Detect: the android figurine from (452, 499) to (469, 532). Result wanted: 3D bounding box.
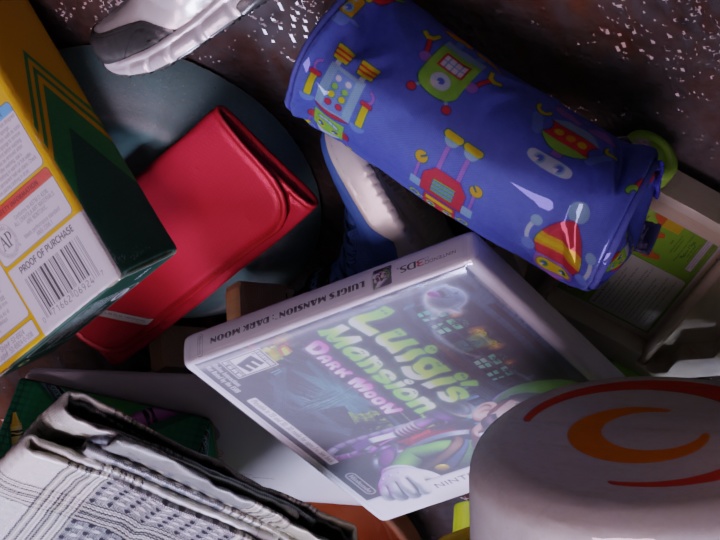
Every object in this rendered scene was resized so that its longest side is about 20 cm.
[{"bbox_3d":[0.135,0.166,1.665,0.181,0.201,0.041,-3,162,24],"label":"android figurine"}]

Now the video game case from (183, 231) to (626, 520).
[{"bbox_3d":[0.034,0.062,1.612,0.181,0.023,0.200,-20,140,26],"label":"video game case"}]

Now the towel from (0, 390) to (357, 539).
[{"bbox_3d":[-0.123,0.150,1.683,0.192,0.035,0.200,27,145,-14],"label":"towel"}]

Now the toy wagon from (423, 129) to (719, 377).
[{"bbox_3d":[0.129,-0.014,1.595,0.199,0.040,0.155,28,136,-7],"label":"toy wagon"}]

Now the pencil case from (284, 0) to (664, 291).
[{"bbox_3d":[0.062,-0.069,1.508,0.199,0.087,0.078,32,156,11],"label":"pencil case"}]

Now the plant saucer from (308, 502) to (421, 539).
[{"bbox_3d":[-0.053,0.171,1.855,0.199,0.032,0.201,10,135,10],"label":"plant saucer"}]

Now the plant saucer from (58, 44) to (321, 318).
[{"bbox_3d":[-0.122,-0.038,1.667,0.199,0.036,0.201,11,136,11],"label":"plant saucer"}]

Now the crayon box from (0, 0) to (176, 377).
[{"bbox_3d":[-0.197,-0.061,1.616,0.126,0.051,0.201,-36,84,42],"label":"crayon box"}]

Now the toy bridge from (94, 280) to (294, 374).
[{"bbox_3d":[-0.089,0.048,1.726,0.067,0.027,0.200,4,160,-31],"label":"toy bridge"}]

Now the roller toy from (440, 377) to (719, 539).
[{"bbox_3d":[0.146,0.148,1.521,0.199,0.182,0.141,-11,111,-21],"label":"roller toy"}]

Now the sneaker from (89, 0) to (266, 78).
[{"bbox_3d":[-0.070,-0.166,1.504,0.200,0.074,0.080,-31,103,35],"label":"sneaker"}]

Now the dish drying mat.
[{"bbox_3d":[-0.106,-0.014,1.638,0.077,0.018,0.200,45,134,-8],"label":"dish drying mat"}]

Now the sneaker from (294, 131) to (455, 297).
[{"bbox_3d":[0.000,0.001,1.629,0.111,0.077,0.200,-17,133,22],"label":"sneaker"}]

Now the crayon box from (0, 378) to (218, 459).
[{"bbox_3d":[-0.143,0.150,1.778,0.118,0.058,0.200,12,147,10],"label":"crayon box"}]

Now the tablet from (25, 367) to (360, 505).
[{"bbox_3d":[-0.085,0.098,1.739,0.199,0.014,0.130,1,145,24],"label":"tablet"}]
